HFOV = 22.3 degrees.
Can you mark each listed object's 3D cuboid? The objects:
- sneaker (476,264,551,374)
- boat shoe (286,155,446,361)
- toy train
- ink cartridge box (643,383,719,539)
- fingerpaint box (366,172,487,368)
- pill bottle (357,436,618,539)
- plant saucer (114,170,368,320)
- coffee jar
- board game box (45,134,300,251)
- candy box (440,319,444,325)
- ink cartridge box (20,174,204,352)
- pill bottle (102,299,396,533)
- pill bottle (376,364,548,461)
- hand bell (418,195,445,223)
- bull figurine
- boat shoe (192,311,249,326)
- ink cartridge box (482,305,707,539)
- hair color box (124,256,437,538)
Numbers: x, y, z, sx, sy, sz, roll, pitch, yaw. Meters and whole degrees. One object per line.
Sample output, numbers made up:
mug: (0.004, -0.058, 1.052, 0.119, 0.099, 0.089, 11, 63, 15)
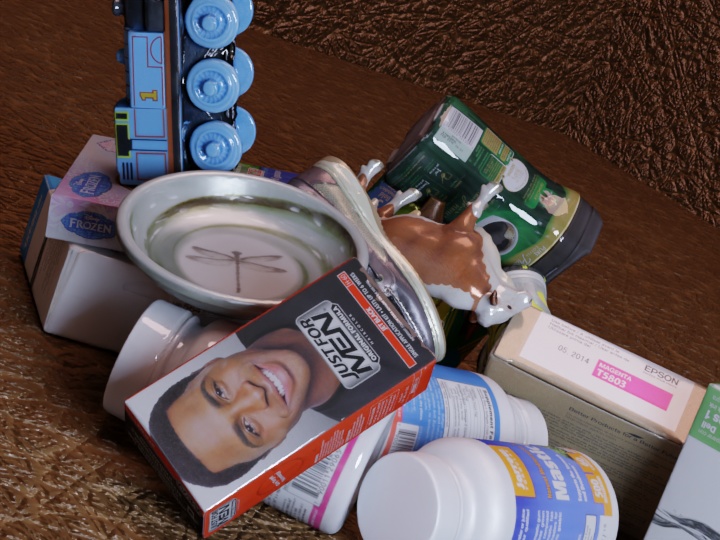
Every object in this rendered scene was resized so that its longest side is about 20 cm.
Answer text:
sneaker: (0.148, 0.092, 1.735, 0.075, 0.200, 0.076, -6, 38, 4)
boat shoe: (0.000, 0.000, 1.544, 0.200, 0.065, 0.072, 60, -26, 4)
toy train: (-0.151, -0.163, 1.535, 0.114, 0.200, 0.087, 2, 18, 8)
ink cartridge box: (0.312, 0.201, 1.508, 0.084, 0.200, 0.146, 29, 13, 35)
fingerpaint box: (0.051, 0.005, 1.863, 0.200, 0.167, 0.073, 37, -9, 43)
pill bottle: (0.095, 0.184, 1.382, 0.200, 0.112, 0.112, 11, 18, -46)
plant saucer: (-0.095, -0.010, 1.428, 0.200, 0.050, 0.200, 10, 30, -6)
coffee jar: (0.127, -0.069, 1.727, 0.200, 0.104, 0.085, 38, 51, -10)
board game box: (-0.157, -0.058, 1.590, 0.199, 0.041, 0.200, 11, 18, -2)
candy box: (-0.040, 0.059, 1.626, 0.200, 0.117, 0.056, 26, 15, 5)
ink cartridge box: (-0.214, 0.000, 1.617, 0.146, 0.084, 0.200, 17, 16, -21)
pill bottle: (-0.084, 0.106, 1.370, 0.200, 0.113, 0.113, 26, 13, 6)
pill bottle: (0.057, 0.133, 1.514, 0.200, 0.112, 0.112, 14, 16, -39)
hand bell: (0.032, 0.023, 1.706, 0.104, 0.200, 0.104, 23, 14, -6)
bull figurine: (0.063, -0.023, 1.605, 0.200, 0.122, 0.065, 14, -27, 18)
boat shoe: (-0.093, 0.070, 1.536, 0.202, 0.075, 0.086, -10, -15, -10)
ink cartridge box: (0.200, 0.136, 1.631, 0.200, 0.165, 0.075, 26, 52, 7)
hair color box: (-0.056, 0.088, 1.284, 0.102, 0.200, 0.061, 51, -20, 17)
